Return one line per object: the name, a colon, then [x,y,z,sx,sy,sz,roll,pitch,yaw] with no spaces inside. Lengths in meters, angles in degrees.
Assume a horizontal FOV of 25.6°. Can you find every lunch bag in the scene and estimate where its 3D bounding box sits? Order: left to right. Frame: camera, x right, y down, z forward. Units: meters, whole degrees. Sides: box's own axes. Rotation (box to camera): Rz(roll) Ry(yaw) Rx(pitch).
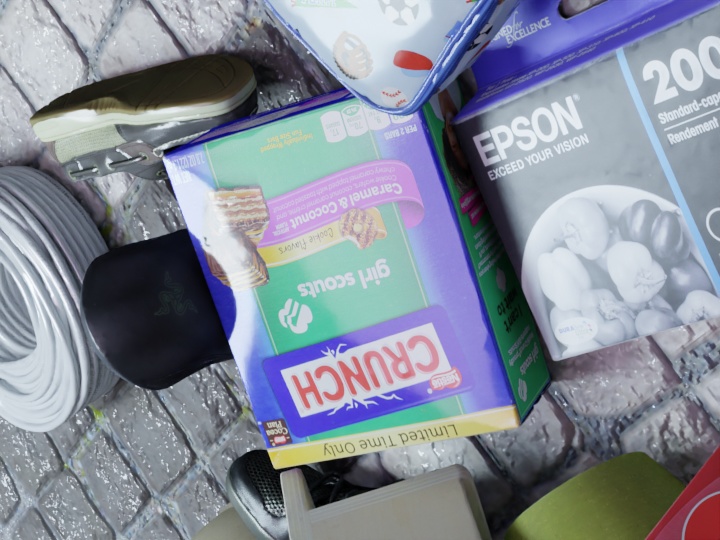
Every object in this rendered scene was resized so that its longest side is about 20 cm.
lunch bag: [-0.002,-0.189,0.777,0.200,0.075,0.160,46,143,7]

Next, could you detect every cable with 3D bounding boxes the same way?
cable: [-0.259,0.020,1.212,0.199,0.069,0.201,38,133,23]

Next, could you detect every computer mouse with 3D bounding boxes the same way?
computer mouse: [-0.098,0.009,0.972,0.052,0.200,0.140,-25,91,26]

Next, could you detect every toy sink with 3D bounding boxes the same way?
toy sink: [0.033,0.198,0.895,0.200,0.111,0.132,-108,1,-65]

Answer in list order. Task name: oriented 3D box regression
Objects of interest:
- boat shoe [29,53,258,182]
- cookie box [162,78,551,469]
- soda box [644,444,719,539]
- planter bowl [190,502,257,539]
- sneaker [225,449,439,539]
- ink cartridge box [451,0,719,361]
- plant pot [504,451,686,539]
boat shoe: [-0.135,-0.093,1.038,0.199,0.072,0.066,-2,123,41]
cookie box: [0.000,0.000,0.916,0.170,0.075,0.202,-13,103,28]
soda box: [0.192,0.106,0.735,0.063,0.200,0.070,39,176,22]
planter bowl: [-0.079,0.276,1.122,0.199,0.134,0.202,22,126,35]
sneaker: [0.003,0.156,1.028,0.199,0.076,0.115,34,129,23]
ink cartridge box: [0.139,-0.068,0.803,0.197,0.043,0.202,-20,95,48]
plant pot: [0.163,0.207,0.841,0.201,0.186,0.188,59,139,22]
